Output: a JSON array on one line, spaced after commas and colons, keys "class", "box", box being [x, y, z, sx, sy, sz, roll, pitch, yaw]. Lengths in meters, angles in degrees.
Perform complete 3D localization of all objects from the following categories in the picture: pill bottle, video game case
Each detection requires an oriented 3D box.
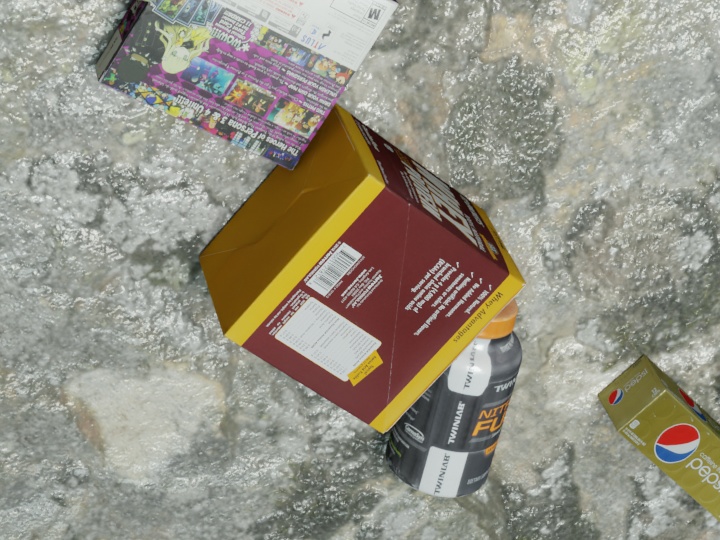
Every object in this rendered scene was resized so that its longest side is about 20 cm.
[{"class": "pill bottle", "box": [0.094, 0.110, 1.832, 0.105, 0.106, 0.201, 3, 121, -18]}, {"class": "video game case", "box": [-0.096, -0.199, 1.617, 0.199, 0.036, 0.182, 23, 113, -27]}]

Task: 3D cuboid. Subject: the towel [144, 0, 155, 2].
[{"class": "towel", "box": [-0.230, -0.299, 1.497, 0.199, 0.037, 0.149, 16, 112, -18]}]

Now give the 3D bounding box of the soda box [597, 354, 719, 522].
[{"class": "soda box", "box": [0.336, 0.177, 1.972, 0.068, 0.064, 0.200, -42, 124, 12]}]

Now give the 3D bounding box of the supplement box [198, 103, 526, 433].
[{"class": "supplement box", "box": [0.000, 0.000, 1.715, 0.199, 0.133, 0.197, 33, 108, -31]}]
